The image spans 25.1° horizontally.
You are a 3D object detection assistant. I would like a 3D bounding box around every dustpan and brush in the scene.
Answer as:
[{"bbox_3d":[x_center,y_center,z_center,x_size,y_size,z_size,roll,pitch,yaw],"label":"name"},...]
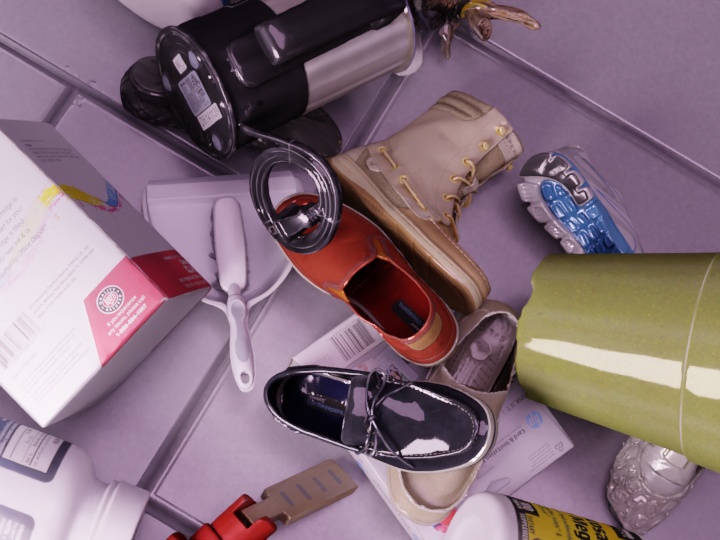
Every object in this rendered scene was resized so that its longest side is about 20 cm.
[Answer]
[{"bbox_3d":[-0.107,0.008,1.357,0.139,0.057,0.200,-5,77,-10],"label":"dustpan and brush"}]

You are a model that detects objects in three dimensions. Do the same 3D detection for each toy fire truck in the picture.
[{"bbox_3d":[-0.065,0.250,1.284,0.200,0.129,0.176,-43,86,-6],"label":"toy fire truck"}]

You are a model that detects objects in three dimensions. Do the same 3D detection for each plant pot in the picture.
[{"bbox_3d":[0.232,0.060,1.297,0.190,0.200,0.200,9,73,23],"label":"plant pot"}]

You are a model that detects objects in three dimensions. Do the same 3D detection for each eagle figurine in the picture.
[{"bbox_3d":[0.044,-0.274,1.382,0.152,0.200,0.151,-14,64,29],"label":"eagle figurine"}]

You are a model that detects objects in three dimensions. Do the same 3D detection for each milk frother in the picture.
[{"bbox_3d":[-0.033,-0.141,1.327,0.188,0.180,0.200,-29,111,-24],"label":"milk frother"}]

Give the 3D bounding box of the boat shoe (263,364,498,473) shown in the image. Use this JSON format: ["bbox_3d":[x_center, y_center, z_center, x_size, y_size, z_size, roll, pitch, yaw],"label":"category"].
[{"bbox_3d":[0.011,0.115,1.273,0.200,0.062,0.075,11,86,26],"label":"boat shoe"}]

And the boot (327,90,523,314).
[{"bbox_3d":[0.083,-0.064,1.373,0.155,0.073,0.200,-32,52,-17],"label":"boot"}]

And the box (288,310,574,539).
[{"bbox_3d":[0.059,0.114,1.365,0.156,0.041,0.200,-35,82,-14],"label":"box"}]

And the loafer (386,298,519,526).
[{"bbox_3d":[0.078,0.109,1.312,0.076,0.068,0.200,21,74,-2],"label":"loafer"}]

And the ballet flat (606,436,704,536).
[{"bbox_3d":[0.280,0.135,1.379,0.072,0.072,0.200,38,75,2],"label":"ballet flat"}]

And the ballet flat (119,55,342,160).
[{"bbox_3d":[-0.111,-0.139,1.407,0.200,0.057,0.067,18,65,-10],"label":"ballet flat"}]

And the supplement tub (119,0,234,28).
[{"bbox_3d":[-0.135,-0.319,1.392,0.145,0.145,0.200,33,73,1],"label":"supplement tub"}]

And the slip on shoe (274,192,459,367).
[{"bbox_3d":[0.000,0.000,1.310,0.074,0.061,0.200,-46,64,-1],"label":"slip on shoe"}]

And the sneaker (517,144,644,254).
[{"bbox_3d":[0.219,-0.025,1.411,0.087,0.075,0.200,-35,99,-52],"label":"sneaker"}]

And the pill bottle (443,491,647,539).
[{"bbox_3d":[0.170,0.254,1.298,0.200,0.112,0.113,18,74,-19],"label":"pill bottle"}]

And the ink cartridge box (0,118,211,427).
[{"bbox_3d":[-0.249,-0.003,1.275,0.200,0.145,0.145,45,99,4],"label":"ink cartridge box"}]

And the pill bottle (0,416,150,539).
[{"bbox_3d":[-0.273,0.181,1.259,0.200,0.120,0.120,21,74,-3],"label":"pill bottle"}]
